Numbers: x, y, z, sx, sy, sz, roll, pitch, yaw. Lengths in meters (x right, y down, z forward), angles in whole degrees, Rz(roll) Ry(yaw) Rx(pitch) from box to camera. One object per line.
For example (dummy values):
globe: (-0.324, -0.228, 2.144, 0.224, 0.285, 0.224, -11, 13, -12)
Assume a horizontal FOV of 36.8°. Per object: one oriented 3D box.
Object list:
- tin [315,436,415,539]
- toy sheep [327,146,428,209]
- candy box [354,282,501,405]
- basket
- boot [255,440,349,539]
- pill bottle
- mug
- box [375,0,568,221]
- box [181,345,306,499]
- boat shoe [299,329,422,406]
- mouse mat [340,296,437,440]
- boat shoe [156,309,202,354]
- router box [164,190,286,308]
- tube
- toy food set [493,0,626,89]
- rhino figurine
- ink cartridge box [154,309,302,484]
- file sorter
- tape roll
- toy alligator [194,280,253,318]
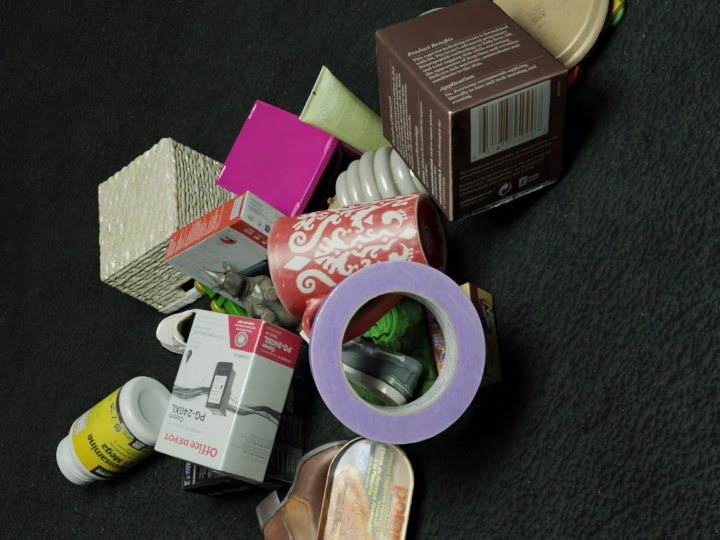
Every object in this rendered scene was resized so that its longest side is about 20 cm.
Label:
tin: (0.008, 0.307, 1.328, 0.110, 0.042, 0.204, 7, 75, 16)
toy sheep: (0.041, -0.101, 1.449, 0.197, 0.138, 0.140, -23, 56, 18)
candy box: (0.079, 0.108, 1.368, 0.198, 0.056, 0.119, -26, 56, 36)
basket: (-0.308, -0.069, 1.742, 0.197, 0.160, 0.203, -28, 56, 31)
boot: (-0.041, 0.341, 1.374, 0.188, 0.068, 0.201, -40, 52, 14)
pill bottle: (-0.387, 0.260, 1.706, 0.199, 0.112, 0.114, -35, 51, 29)
mug: (0.004, -0.002, 1.356, 0.197, 0.133, 0.181, -13, 83, 21)
box: (0.134, -0.203, 1.330, 0.164, 0.166, 0.201, -21, 46, -14)
box: (-0.164, 0.208, 1.532, 0.162, 0.086, 0.203, -19, 60, 36)
boat shoe: (0.001, 0.106, 1.353, 0.199, 0.073, 0.062, 28, 76, 45)
mouse mat: (0.025, 0.100, 1.379, 0.160, 0.007, 0.203, -32, 51, 31)
boat shoe: (-0.265, 0.090, 1.694, 0.198, 0.069, 0.072, -4, 71, 43)
router box: (-0.143, -0.014, 1.516, 0.178, 0.199, 0.050, -24, 45, 42)
tube: (-0.004, -0.200, 1.477, 0.051, 0.199, 0.059, -27, 55, 29)
toy food set: (0.241, -0.321, 1.406, 0.200, 0.048, 0.199, -49, 46, 16)
rhino figurine: (-0.130, 0.039, 1.479, 0.061, 0.198, 0.087, -64, 21, 4)
ink cartridge box: (-0.176, 0.167, 1.442, 0.144, 0.083, 0.203, 6, 75, 42)
file sorter: (-0.088, -0.139, 1.586, 0.199, 0.125, 0.141, 28, 91, 45)
tape roll: (0.039, 0.091, 1.230, 0.085, 0.197, 0.203, 145, 146, -85)
toy alligator: (-0.189, 0.041, 1.635, 0.201, 0.054, 0.059, 49, 129, 8)
